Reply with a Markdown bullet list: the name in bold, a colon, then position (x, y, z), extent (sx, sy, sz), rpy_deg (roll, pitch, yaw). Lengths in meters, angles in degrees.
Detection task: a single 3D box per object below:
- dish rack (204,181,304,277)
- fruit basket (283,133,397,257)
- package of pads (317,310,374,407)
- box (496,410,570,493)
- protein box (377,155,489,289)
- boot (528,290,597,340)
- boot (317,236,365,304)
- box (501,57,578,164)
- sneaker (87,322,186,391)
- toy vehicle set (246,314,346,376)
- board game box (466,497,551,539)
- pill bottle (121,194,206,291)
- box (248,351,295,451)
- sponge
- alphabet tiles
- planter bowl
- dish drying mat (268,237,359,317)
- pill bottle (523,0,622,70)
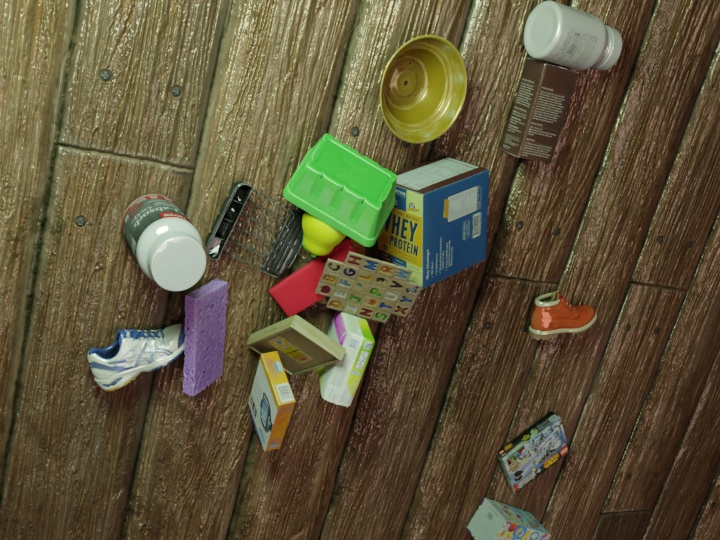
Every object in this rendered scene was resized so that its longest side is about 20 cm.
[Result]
- **dish rack**: position (-0.191, -0.071, 1.562), extent (0.197, 0.054, 0.156), rpy_deg (24, 99, -35)
- **fruit basket**: position (-0.045, -0.125, 1.549), extent (0.217, 0.212, 0.157), rpy_deg (56, 48, -34)
- **package of pads**: position (-0.035, 0.171, 1.668), extent (0.067, 0.200, 0.158), rpy_deg (19, 102, -11)
- **box**: position (0.465, 0.488, 2.188), extent (0.198, 0.040, 0.139), rpy_deg (-32, 122, -14)
- **protein box**: position (0.148, -0.102, 1.664), extent (0.197, 0.134, 0.203), rpy_deg (-22, 122, -36)
- **boot**: position (0.510, 0.100, 2.026), extent (0.195, 0.075, 0.110), rpy_deg (-11, 111, -24)
- **boot**: position (-0.001, 0.000, 1.691), extent (0.196, 0.071, 0.148), rpy_deg (4, 109, -26)
- **box**: position (0.384, -0.343, 1.758), extent (0.098, 0.075, 0.205), rpy_deg (5, 110, -30)
- **sneaker**: position (-0.410, 0.143, 1.519), extent (0.197, 0.075, 0.090), rpy_deg (-30, 120, -17)
- **toy vehicle set**: position (-0.130, 0.150, 1.601), extent (0.123, 0.199, 0.027), rpy_deg (36, 59, -20)
- **board game box**: position (0.402, 0.709, 2.210), extent (0.198, 0.105, 0.105), rpy_deg (26, 98, -34)
- **pill bottle**: position (-0.336, -0.048, 1.399), extent (0.113, 0.200, 0.119), rpy_deg (-12, 117, -24)
- **box**: position (-0.182, 0.271, 1.644), extent (0.041, 0.121, 0.202), rpy_deg (-9, 143, -23)
- **sponge**: position (-0.298, 0.128, 1.565), extent (0.111, 0.029, 0.205), rpy_deg (-38, 138, -62)
- **alphabet tiles**: position (0.015, 0.037, 1.610), extent (0.195, 0.006, 0.168), rpy_deg (15, 136, -10)
- **planter bowl**: position (0.105, -0.358, 1.585), extent (0.196, 0.083, 0.205), rpy_deg (-12, 116, -24)
- **dish drying mat**: position (-0.085, 0.016, 1.634), extent (0.198, 0.018, 0.077), rpy_deg (-32, 112, 15)
- **pill bottle**: position (0.448, -0.483, 1.705), extent (0.196, 0.114, 0.117), rpy_deg (5, 109, -31)
